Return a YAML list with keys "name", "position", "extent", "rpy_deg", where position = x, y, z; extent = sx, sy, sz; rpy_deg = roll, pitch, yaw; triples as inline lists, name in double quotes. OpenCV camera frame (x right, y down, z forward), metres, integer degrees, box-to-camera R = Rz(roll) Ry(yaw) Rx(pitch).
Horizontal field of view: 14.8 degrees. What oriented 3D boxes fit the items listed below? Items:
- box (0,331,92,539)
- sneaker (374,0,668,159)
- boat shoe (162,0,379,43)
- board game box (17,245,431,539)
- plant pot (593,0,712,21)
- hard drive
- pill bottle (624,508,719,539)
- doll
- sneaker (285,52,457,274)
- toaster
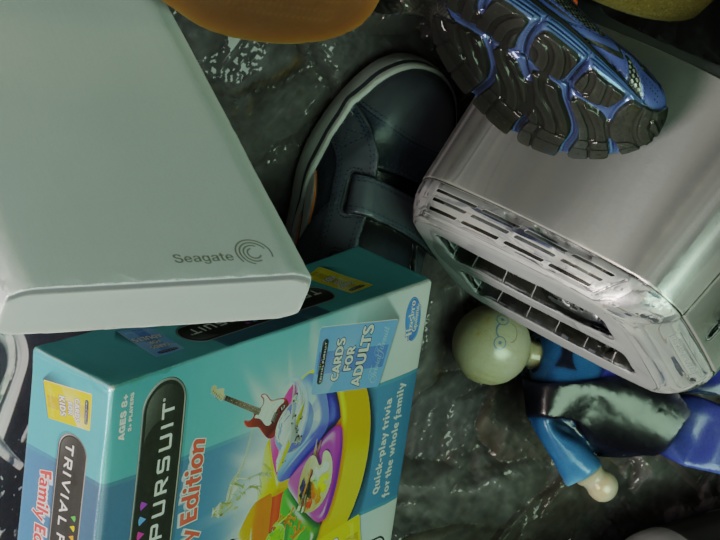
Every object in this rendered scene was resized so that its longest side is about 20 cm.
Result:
- name: "box"
  position: [-0.193, 0.043, 1.162]
  extent: [0.199, 0.124, 0.197]
  rpy_deg: [-6, 117, -29]
- name: "sneaker"
  position: [0.061, -0.128, 1.203]
  extent: [0.078, 0.200, 0.075]
  rpy_deg: [-38, 161, -27]
- name: "boat shoe"
  position: [-0.084, -0.152, 1.157]
  extent: [0.199, 0.070, 0.070]
  rpy_deg: [15, 127, -30]
- name: "board game box"
  position: [-0.058, 0.086, 1.172]
  extent: [0.200, 0.047, 0.152]
  rpy_deg: [-18, 124, -48]
- name: "plant pot"
  position: [0.147, -0.220, 1.226]
  extent: [0.186, 0.187, 0.201]
  rpy_deg: [4, 123, -33]
- name: "hard drive"
  position: [-0.116, -0.058, 1.113]
  extent: [0.131, 0.200, 0.027]
  rpy_deg: [-3, 137, -31]
- name: "pill bottle"
  position: [0.199, 0.185, 1.474]
  extent: [0.199, 0.116, 0.116]
  rpy_deg: [-12, 118, -27]
- name: "doll"
  position: [0.141, 0.051, 1.391]
  extent: [0.199, 0.048, 0.137]
  rpy_deg: [10, 74, -13]
- name: "sneaker"
  position: [0.000, 0.000, 1.288]
  extent: [0.078, 0.079, 0.201]
  rpy_deg: [21, 99, -36]
- name: "toaster"
  position: [0.114, -0.036, 1.251]
  extent: [0.129, 0.200, 0.114]
  rpy_deg: [-54, 147, -13]
